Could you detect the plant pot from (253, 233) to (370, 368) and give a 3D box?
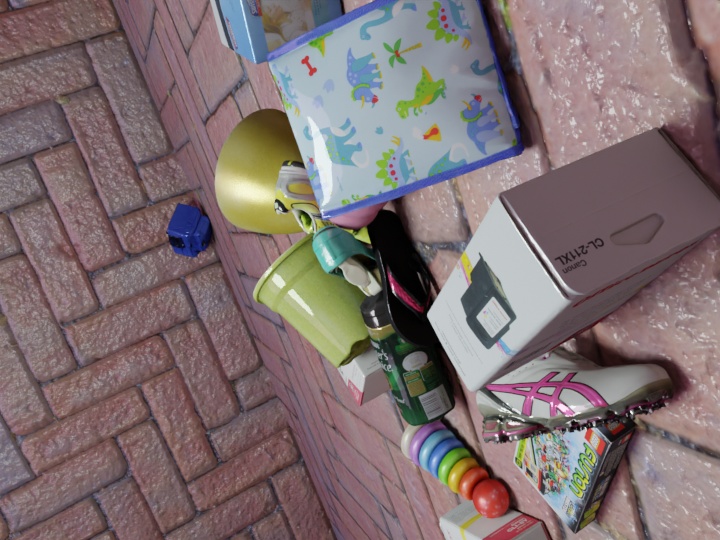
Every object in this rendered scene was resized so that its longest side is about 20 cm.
[{"bbox_3d":[-0.046,0.054,1.048,0.185,0.200,0.201,49,158,11],"label":"plant pot"}]

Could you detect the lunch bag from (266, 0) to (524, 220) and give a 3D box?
[{"bbox_3d":[0.038,-0.162,0.588,0.198,0.127,0.172,-15,102,31],"label":"lunch bag"}]

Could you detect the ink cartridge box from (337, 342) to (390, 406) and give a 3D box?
[{"bbox_3d":[-0.014,0.132,1.182,0.201,0.082,0.147,56,159,26],"label":"ink cartridge box"}]

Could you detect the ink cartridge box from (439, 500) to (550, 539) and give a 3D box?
[{"bbox_3d":[0.215,0.436,0.931,0.146,0.083,0.200,65,161,1],"label":"ink cartridge box"}]

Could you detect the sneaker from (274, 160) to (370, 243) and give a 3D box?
[{"bbox_3d":[-0.048,-0.080,0.898,0.199,0.077,0.075,30,169,-36],"label":"sneaker"}]

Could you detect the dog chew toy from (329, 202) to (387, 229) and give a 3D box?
[{"bbox_3d":[-0.007,-0.125,0.777,0.125,0.124,0.201,56,158,24],"label":"dog chew toy"}]

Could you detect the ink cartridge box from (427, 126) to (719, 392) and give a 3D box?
[{"bbox_3d":[0.150,0.001,0.477,0.083,0.145,0.200,60,160,20],"label":"ink cartridge box"}]

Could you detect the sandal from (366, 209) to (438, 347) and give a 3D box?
[{"bbox_3d":[0.063,0.012,0.852,0.045,0.075,0.202,-14,97,52],"label":"sandal"}]

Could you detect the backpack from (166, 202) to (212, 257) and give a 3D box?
[{"bbox_3d":[-0.701,-0.144,2.564,0.166,0.164,0.201,19,148,2],"label":"backpack"}]

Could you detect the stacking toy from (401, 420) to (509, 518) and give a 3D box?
[{"bbox_3d":[0.153,0.312,0.974,0.200,0.085,0.086,34,145,47],"label":"stacking toy"}]

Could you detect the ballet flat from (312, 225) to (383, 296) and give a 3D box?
[{"bbox_3d":[0.000,0.000,0.877,0.200,0.067,0.071,28,-145,-58],"label":"ballet flat"}]

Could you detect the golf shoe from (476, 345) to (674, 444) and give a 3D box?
[{"bbox_3d":[0.183,0.105,0.577,0.199,0.072,0.093,-25,66,46],"label":"golf shoe"}]

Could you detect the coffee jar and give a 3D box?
[{"bbox_3d":[0.068,0.122,0.934,0.104,0.085,0.202,-145,34,-80],"label":"coffee jar"}]

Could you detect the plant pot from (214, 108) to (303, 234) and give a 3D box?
[{"bbox_3d":[-0.107,-0.140,0.983,0.141,0.200,0.202,23,140,31],"label":"plant pot"}]

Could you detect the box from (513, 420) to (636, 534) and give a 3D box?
[{"bbox_3d":[0.225,0.192,0.681,0.110,0.034,0.201,49,155,41],"label":"box"}]

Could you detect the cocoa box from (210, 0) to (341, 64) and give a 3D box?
[{"bbox_3d":[-0.116,-0.378,0.753,0.131,0.132,0.202,43,151,47],"label":"cocoa box"}]
